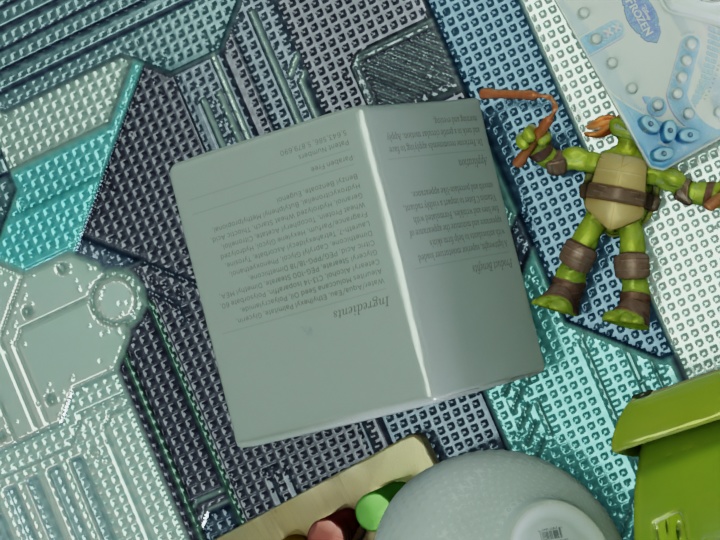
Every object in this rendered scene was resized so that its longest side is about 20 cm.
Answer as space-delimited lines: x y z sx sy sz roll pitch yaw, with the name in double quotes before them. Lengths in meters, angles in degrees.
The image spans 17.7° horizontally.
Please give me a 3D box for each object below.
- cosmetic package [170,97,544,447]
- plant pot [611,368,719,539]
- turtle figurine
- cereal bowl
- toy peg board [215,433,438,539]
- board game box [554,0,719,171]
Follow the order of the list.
"cosmetic package" 0.000 0.000 1.568 0.165 0.165 0.200 -15 87 31
"plant pot" 0.274 0.150 1.513 0.199 0.200 0.182 -19 80 13
"turtle figurine" 0.167 -0.047 1.597 0.200 0.064 0.162 13 88 4
"cereal bowl" 0.110 0.210 1.542 0.083 0.200 0.200 -32 82 50
"toy peg board" -0.006 0.249 1.618 0.199 0.098 0.200 -29 84 12
"board game box" 0.236 -0.200 1.552 0.200 0.026 0.200 -29 87 1
